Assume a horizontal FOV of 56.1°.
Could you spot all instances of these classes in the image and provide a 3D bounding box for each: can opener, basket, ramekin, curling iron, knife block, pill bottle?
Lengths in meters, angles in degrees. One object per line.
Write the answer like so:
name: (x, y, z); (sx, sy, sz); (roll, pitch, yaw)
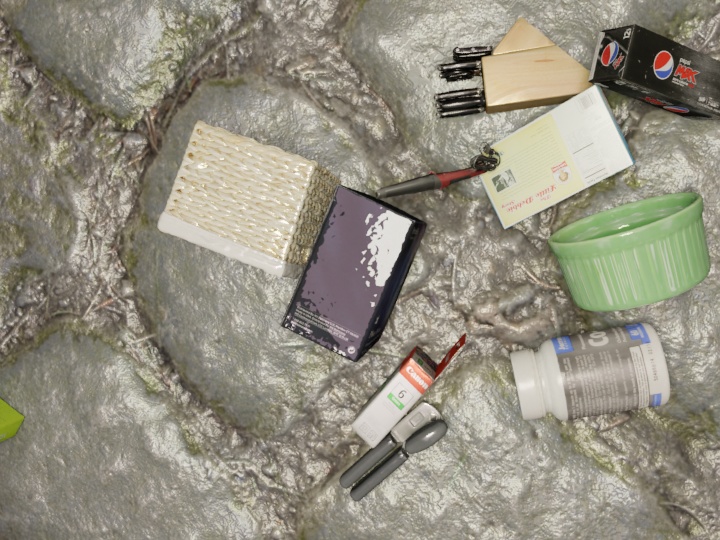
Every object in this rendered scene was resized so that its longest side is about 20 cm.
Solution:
can opener: (0.047, 0.278, 1.032); (0.199, 0.066, 0.053); (-43, 87, 14)
basket: (-0.152, -0.095, 0.979); (0.196, 0.198, 0.164); (19, 92, 9)
ramekin: (0.357, -0.023, 0.893); (0.196, 0.200, 0.100); (-19, 97, 10)
curling iron: (0.107, -0.132, 0.928); (0.196, 0.026, 0.050); (-19, 135, -17)
knife block: (0.209, -0.255, 0.970); (0.199, 0.064, 0.177); (40, 99, 5)
pill bottle: (0.315, 0.146, 0.948); (0.195, 0.114, 0.117); (-11, 91, 10)

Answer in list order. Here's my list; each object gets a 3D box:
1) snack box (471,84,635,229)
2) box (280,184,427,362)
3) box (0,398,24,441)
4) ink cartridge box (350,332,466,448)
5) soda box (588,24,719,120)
snack box: (0.265, -0.154, 0.947); (0.198, 0.037, 0.118); (-27, 87, 31)
box: (0.000, 0.000, 0.952); (0.121, 0.200, 0.202); (23, 97, 8)
box: (-0.654, 0.244, 1.082); (0.121, 0.200, 0.048); (34, 98, 7)
ink cartridge box: (0.073, 0.159, 0.994); (0.050, 0.109, 0.201); (41, 99, 5)
soda box: (0.398, -0.256, 0.888); (0.196, 0.063, 0.073); (10, 96, -25)
